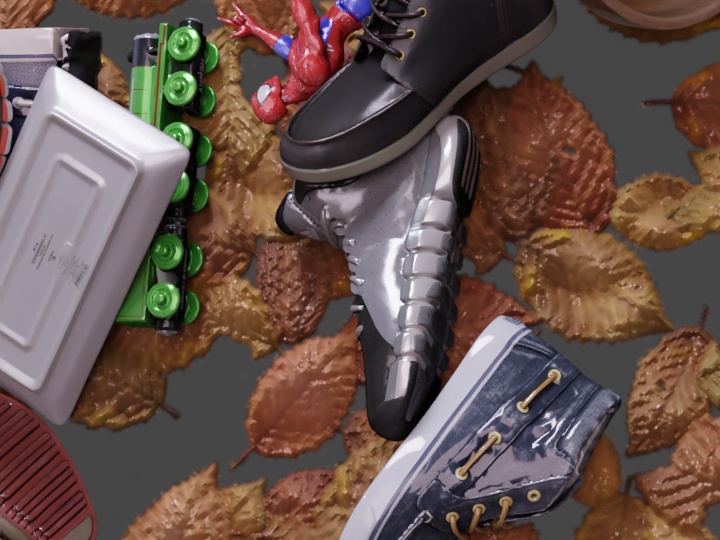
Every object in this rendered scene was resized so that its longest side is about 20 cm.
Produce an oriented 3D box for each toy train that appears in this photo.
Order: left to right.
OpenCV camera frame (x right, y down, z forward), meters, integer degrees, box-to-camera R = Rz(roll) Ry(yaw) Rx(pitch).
[{"bbox_3d":[-0.124,-0.059,1.085,0.056,0.042,0.201,0,80,20],"label":"toy train"}]

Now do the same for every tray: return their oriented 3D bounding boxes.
[{"bbox_3d":[-0.188,-0.011,1.057,0.107,0.022,0.201,31,109,12],"label":"tray"}]

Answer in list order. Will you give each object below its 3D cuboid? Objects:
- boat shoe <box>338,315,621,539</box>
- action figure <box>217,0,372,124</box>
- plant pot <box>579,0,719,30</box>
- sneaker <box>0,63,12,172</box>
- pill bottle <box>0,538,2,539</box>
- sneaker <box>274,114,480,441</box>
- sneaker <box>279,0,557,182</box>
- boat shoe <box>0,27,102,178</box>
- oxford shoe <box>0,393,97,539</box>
[{"bbox_3d":[0.064,0.129,0.999,0.091,0.071,0.201,33,85,18],"label":"boat shoe"},{"bbox_3d":[-0.017,-0.184,1.075,0.099,0.065,0.200,37,87,7],"label":"action figure"},{"bbox_3d":[0.156,-0.245,1.020,0.093,0.200,0.202,17,81,52],"label":"plant pot"},{"bbox_3d":[-0.271,-0.051,1.048,0.077,0.082,0.201,27,114,9],"label":"sneaker"},{"bbox_3d":[-0.225,0.211,1.002,0.199,0.112,0.113,25,85,30],"label":"pill bottle"},{"bbox_3d":[0.000,0.000,1.041,0.115,0.075,0.201,7,71,16],"label":"sneaker"},{"bbox_3d":[0.020,-0.143,1.019,0.200,0.107,0.075,-39,41,-16],"label":"sneaker"},{"bbox_3d":[-0.256,-0.103,1.100,0.199,0.075,0.093,0,96,21],"label":"boat shoe"},{"bbox_3d":[-0.245,0.113,1.071,0.200,0.070,0.075,44,124,7],"label":"oxford shoe"}]
